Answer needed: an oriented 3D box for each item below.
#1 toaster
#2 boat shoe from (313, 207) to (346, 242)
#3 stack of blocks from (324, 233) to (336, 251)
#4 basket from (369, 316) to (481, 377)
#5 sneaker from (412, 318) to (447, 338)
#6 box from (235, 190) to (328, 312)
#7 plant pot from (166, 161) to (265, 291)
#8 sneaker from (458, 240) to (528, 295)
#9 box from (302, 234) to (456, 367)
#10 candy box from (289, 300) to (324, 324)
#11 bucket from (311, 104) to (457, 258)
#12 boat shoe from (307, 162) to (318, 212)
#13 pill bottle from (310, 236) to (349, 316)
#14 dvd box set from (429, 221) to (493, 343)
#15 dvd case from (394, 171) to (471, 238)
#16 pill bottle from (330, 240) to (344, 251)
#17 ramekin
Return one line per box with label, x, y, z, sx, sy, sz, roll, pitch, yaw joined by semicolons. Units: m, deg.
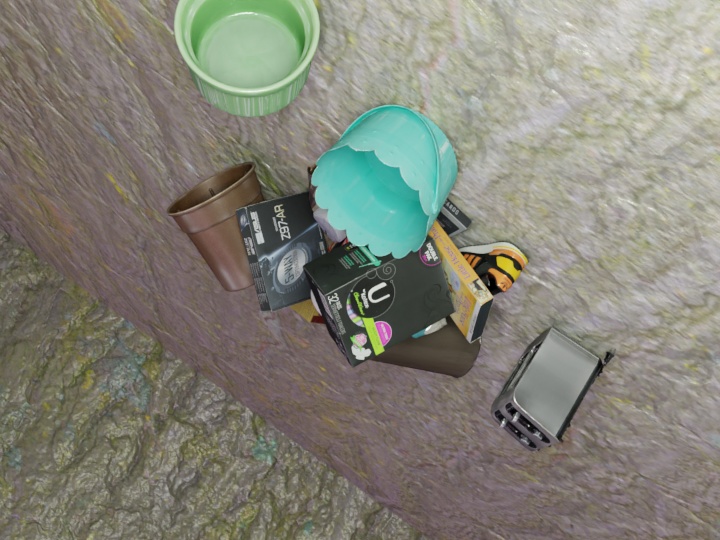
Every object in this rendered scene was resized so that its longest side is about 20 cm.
toaster;0.336;0.211;1.388;0.118;0.201;0.181;34;163;6
boat shoe;-0.043;-0.096;1.400;0.072;0.062;0.200;46;177;-3
stack of blocks;-0.135;-0.057;1.658;0.197;0.059;0.116;19;150;32
basket;0.105;0.125;1.478;0.196;0.139;0.180;9;166;-16
sneaker;0.079;0.044;1.395;0.201;0.079;0.078;52;168;47
box;-0.140;-0.039;1.482;0.043;0.158;0.204;-7;98;54
plant pot;-0.255;-0.081;1.551;0.198;0.200;0.201;2;126;50
sneaker;0.196;0.010;1.314;0.070;0.091;0.199;43;154;-17
box;0.031;0.030;1.257;0.124;0.197;0.151;45;159;58
candy box;-0.127;0.054;1.738;0.199;0.057;0.116;35;-166;38
bucket;0.042;-0.139;1.165;0.204;0.135;0.209;23;142;20
boat shoe;-0.056;-0.164;1.380;0.074;0.074;0.200;62;159;3
pill bottle;0.000;0.000;1.387;0.112;0.113;0.201;36;120;-2
dvd box set;0.145;0.008;1.289;0.201;0.029;0.147;56;165;24
dvd case;0.087;-0.101;1.341;0.150;0.025;0.199;41;155;-10
pill bottle;0.021;0.026;1.540;0.111;0.113;0.201;7;143;45
ramekin;-0.157;-0.317;1.080;0.198;0.202;0.098;33;163;4
